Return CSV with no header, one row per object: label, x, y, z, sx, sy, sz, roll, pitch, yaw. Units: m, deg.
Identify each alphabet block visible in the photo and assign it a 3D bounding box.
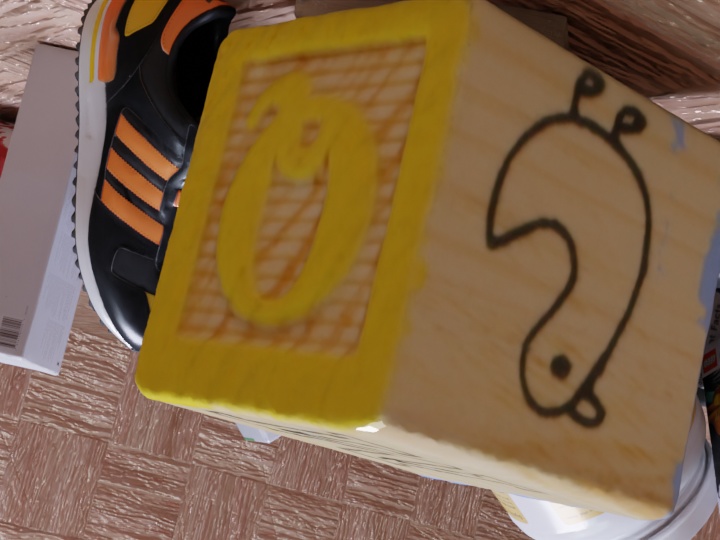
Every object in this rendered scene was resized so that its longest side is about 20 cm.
alphabet block,0.038,-0.001,0.731,0.199,0.197,0.195,20,167,-38

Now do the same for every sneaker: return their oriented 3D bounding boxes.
sneaker,-0.100,-0.050,0.799,0.089,0.202,0.070,4,-169,33

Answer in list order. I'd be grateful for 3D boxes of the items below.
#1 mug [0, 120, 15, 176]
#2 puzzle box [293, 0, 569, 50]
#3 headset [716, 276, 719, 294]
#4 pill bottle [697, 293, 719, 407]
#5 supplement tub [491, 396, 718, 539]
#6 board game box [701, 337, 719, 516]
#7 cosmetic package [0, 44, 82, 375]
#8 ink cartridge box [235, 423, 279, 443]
mug,-0.267,-0.048,1.182,0.198,0.135,0.178,7,-161,17
puzzle box,0.046,-0.100,0.798,0.132,0.026,0.200,13,171,12
headset,0.213,-0.037,0.858,0.199,0.095,0.123,26,-177,34
pill bottle,0.263,0.042,1.031,0.198,0.115,0.114,13,170,8
supplement tub,0.129,0.082,0.949,0.201,0.144,0.144,55,154,-19
board game box,0.282,0.064,0.870,0.034,0.127,0.200,18,143,-26
cosmetic package,-0.207,-0.038,0.986,0.050,0.202,0.083,11,170,9
ink cartridge box,-0.032,0.064,1.335,0.088,0.199,0.145,59,167,-1
